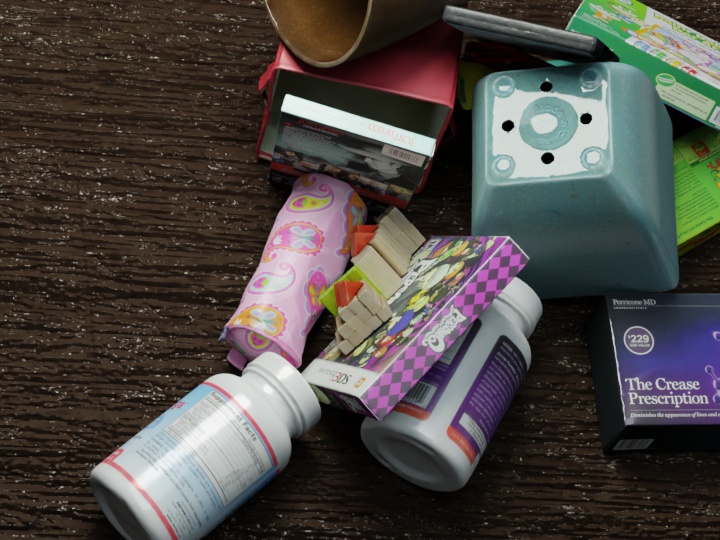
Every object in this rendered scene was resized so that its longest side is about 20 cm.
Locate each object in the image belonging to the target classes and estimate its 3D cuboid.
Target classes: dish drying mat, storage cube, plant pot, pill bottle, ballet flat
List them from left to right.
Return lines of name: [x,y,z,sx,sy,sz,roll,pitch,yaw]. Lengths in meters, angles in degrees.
pill bottle: [-0.135,0.163,1.472,0.200,0.109,0.109,-38,76,-25]
storage cube: [0.005,-0.208,1.646,0.200,0.171,0.180,11,61,-4]
plant pot: [0.035,-0.295,1.515,0.200,0.187,0.187,-16,67,-33]
pill bottle: [0.092,0.098,1.545,0.111,0.111,0.200,30,63,5]
ballet flat: [0.175,-0.191,1.722,0.200,0.067,0.067,-3,101,-41]
dish drying mat: [0.195,-0.188,1.645,0.200,0.077,0.018,18,86,-42]
plant pot: [0.194,-0.100,1.570,0.196,0.200,0.196,-4,67,14]

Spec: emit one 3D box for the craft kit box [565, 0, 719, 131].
craft kit box: [0.314,-0.226,1.723,0.200,0.049,0.198,27,21,3]

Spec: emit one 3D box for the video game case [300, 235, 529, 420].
video game case: [0.044,0.048,1.505,0.200,0.181,0.036,-46,106,-13]

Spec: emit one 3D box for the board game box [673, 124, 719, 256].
board game box: [0.321,-0.071,1.706,0.200,0.048,0.102,-28,73,-21]

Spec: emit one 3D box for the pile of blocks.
pile of blocks: [0.000,0.000,1.561,0.062,0.082,0.200,47,31,-13]

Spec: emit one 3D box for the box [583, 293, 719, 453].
box: [0.333,0.099,1.611,0.200,0.079,0.141,0,62,-11]

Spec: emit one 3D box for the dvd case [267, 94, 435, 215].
dvd case: [-0.013,-0.105,1.575,0.146,0.200,0.022,17,75,-1]

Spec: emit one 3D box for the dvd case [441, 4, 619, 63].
dvd case: [0.165,-0.218,1.553,0.142,0.200,0.018,15,95,14]

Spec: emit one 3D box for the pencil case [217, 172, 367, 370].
pencil case: [-0.063,0.004,1.580,0.087,0.087,0.200,23,63,1]
